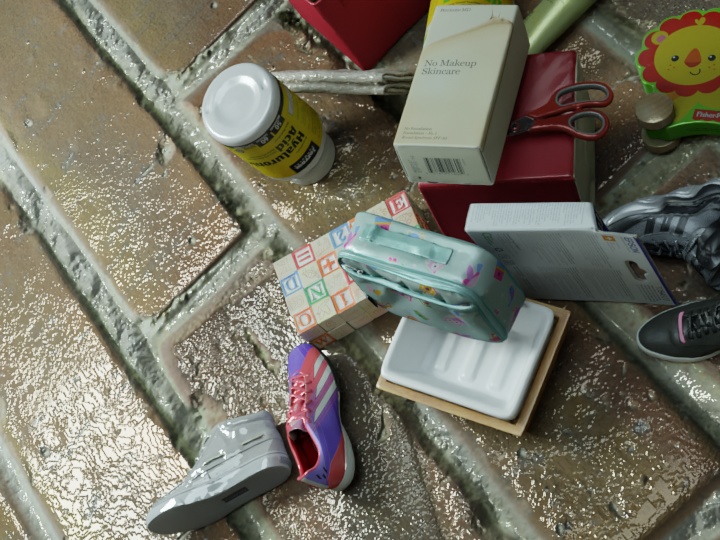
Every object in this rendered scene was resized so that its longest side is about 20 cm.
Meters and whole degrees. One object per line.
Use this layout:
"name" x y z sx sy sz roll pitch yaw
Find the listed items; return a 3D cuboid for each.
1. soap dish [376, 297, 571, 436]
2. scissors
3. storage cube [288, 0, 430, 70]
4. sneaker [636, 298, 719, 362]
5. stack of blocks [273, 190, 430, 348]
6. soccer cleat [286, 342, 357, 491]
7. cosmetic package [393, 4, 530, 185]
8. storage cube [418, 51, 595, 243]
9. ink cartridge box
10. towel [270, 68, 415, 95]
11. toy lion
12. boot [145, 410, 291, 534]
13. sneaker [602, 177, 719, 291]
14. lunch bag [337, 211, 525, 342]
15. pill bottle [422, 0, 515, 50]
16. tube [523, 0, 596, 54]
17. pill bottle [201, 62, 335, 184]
"soap dish" 0.137 0.100 1.565 0.199 0.081 0.158 16 75 31
"scissors" 0.183 -0.167 1.473 0.199 0.014 0.073 -7 68 11
"storage cube" -0.016 -0.414 1.821 0.171 0.180 0.200 -46 57 1
"sneaker" 0.393 0.049 1.450 0.199 0.099 0.071 -8 66 24
"stack of blocks" 0.000 0.000 1.692 0.199 0.059 0.115 -30 58 11
"soccer cleat" -0.063 0.174 1.625 0.068 0.073 0.201 -39 54 35
"cosmetic package" 0.115 -0.196 1.463 0.103 0.073 0.201 3 59 22
"storage cube" 0.181 -0.139 1.581 0.179 0.200 0.172 -3 65 18
"ink cartridge box" 0.244 -0.018 1.493 0.199 0.200 0.041 3 68 28
"towel" -0.021 -0.255 1.781 0.199 0.132 0.035 5 100 27
"toy lion" 0.425 -0.232 1.594 0.199 0.069 0.192 10 65 30
"boot" -0.185 0.253 1.668 0.199 0.074 0.096 -25 52 4
"sneaker" 0.364 -0.028 1.513 0.199 0.076 0.114 -18 58 15
"lunch bag" 0.074 0.008 1.493 0.199 0.160 0.077 16 74 31
"pill bottle" 0.144 -0.333 1.724 0.111 0.111 0.201 -11 43 22
"tube" 0.232 -0.312 1.729 0.200 0.058 0.052 -45 83 6
"pill bottle" -0.113 -0.185 1.745 0.111 0.200 0.112 -8 71 24
